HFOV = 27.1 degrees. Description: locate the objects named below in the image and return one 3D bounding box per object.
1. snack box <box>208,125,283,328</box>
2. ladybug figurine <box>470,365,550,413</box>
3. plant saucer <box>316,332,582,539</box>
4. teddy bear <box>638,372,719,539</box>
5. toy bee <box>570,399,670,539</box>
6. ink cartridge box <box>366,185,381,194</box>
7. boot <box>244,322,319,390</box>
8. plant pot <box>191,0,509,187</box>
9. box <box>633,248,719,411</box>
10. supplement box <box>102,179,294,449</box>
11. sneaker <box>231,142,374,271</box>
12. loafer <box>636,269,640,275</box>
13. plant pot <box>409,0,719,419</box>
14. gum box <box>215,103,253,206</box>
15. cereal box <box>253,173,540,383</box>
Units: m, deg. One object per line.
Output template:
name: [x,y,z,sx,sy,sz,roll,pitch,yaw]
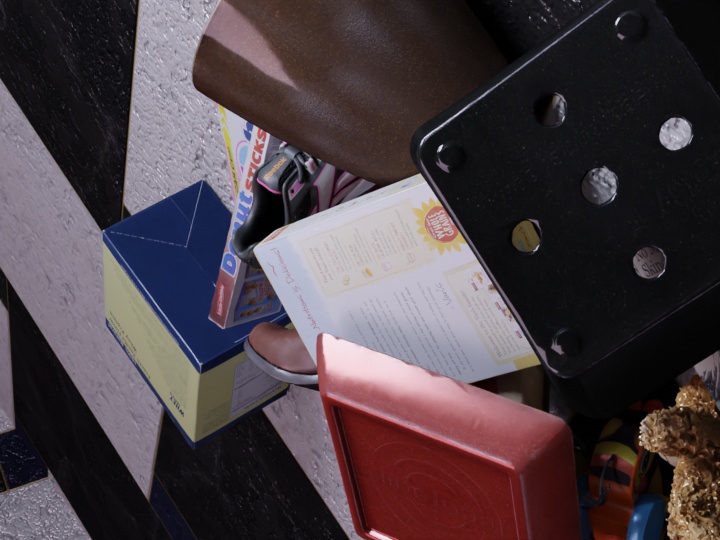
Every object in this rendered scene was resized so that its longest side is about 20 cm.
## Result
snack box: [-0.078,-0.046,1.283,0.024,0.072,0.202,33,122,31]
ladybug figurine: [0.102,0.095,1.108,0.200,0.071,0.137,-55,-34,-74]
plant saucer: [0.057,0.151,1.037,0.198,0.037,0.201,19,140,30]
teddy bear: [0.216,0.146,0.918,0.066,0.144,0.202,-30,50,31]
toy bee: [0.200,0.153,1.086,0.130,0.109,0.200,23,161,9]
ink cartridge box: [0.032,0.036,1.289,0.200,0.083,0.145,43,149,35]
boot: [0.000,0.000,1.172,0.187,0.068,0.202,16,91,49]
plant pot: [0.017,-0.140,1.048,0.199,0.187,0.187,39,152,7]
box: [0.237,0.032,0.888,0.201,0.068,0.082,59,157,4]
supplement box: [-0.181,0.051,1.672,0.200,0.134,0.200,51,154,22]
sneaker: [-0.039,-0.080,1.210,0.080,0.086,0.202,32,105,38]
loafer: [0.179,0.024,1.023,0.072,0.063,0.200,40,176,-16]
plant pot: [0.138,-0.044,0.767,0.201,0.199,0.177,58,-163,7]
gum box: [-0.069,-0.099,1.366,0.113,0.066,0.201,37,147,42]
cereal box: [0.036,0.013,1.025,0.199,0.040,0.145,-18,106,38]
